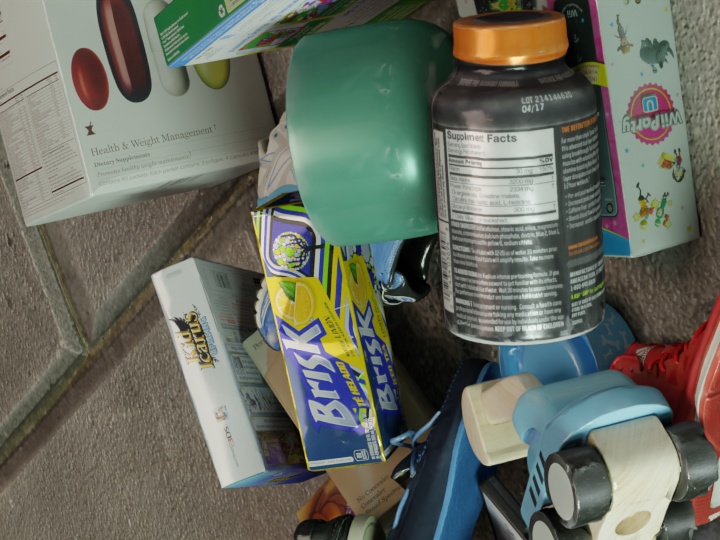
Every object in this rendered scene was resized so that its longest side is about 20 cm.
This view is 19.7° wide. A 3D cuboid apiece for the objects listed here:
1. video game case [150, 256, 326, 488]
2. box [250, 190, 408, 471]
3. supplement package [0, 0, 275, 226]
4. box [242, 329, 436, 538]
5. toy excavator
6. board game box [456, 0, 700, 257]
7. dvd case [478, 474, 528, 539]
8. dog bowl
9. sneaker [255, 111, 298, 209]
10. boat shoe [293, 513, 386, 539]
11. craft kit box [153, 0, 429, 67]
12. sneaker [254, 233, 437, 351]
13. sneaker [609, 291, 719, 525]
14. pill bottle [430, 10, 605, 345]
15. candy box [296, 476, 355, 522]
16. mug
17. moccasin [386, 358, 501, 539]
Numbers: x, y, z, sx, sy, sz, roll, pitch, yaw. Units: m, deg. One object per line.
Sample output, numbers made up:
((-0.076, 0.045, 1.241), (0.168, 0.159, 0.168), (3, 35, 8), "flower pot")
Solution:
((-0.093, 0.087, 1.714), (0.045, 0.200, 0.182), (-23, 79, 13), "video game case")
((-0.021, 0.041, 1.526), (0.064, 0.070, 0.201), (-9, 100, 20), "box")
((-0.200, -0.162, 1.766), (0.147, 0.191, 0.201), (-17, 88, 57), "supplement package")
((0.001, 0.112, 1.630), (0.200, 0.095, 0.078), (52, -175, 31), "box")
((0.134, 0.110, 1.357), (0.195, 0.100, 0.200), (100, 153, -49), "toy excavator")
((0.142, -0.113, 1.376), (0.147, 0.064, 0.201), (2, 105, 57), "board game box")
((0.156, 0.249, 1.475), (0.200, 0.018, 0.143), (50, 168, 36), "dvd case")
((0.159, 0.111, 1.446), (0.111, 0.049, 0.201), (-11, 93, 58), "dog bowl")
((-0.035, -0.093, 1.654), (0.200, 0.075, 0.087), (-14, 84, 58), "sneaker")
((-0.009, 0.243, 1.571), (0.200, 0.066, 0.075), (69, -151, -58), "boat shoe")
((-0.018, -0.207, 1.463), (0.200, 0.197, 0.049), (-26, 77, 57), "craft kit box")
((0.000, 0.000, 1.577), (0.200, 0.078, 0.089), (-44, 71, 23), "sneaker")
((0.206, 0.058, 1.328), (0.116, 0.078, 0.201), (42, 134, 40), "sneaker")
((0.099, -0.062, 1.307), (0.106, 0.106, 0.201), (16, 114, 54), "pill bottle")
((0.030, 0.255, 1.697), (0.200, 0.056, 0.117), (62, 144, 19), "candy box")
((0.029, -0.111, 1.456), (0.152, 0.114, 0.186), (60, -150, -48), "mug")
((0.049, 0.153, 1.498), (0.068, 0.080, 0.201), (7, 64, 32), "moccasin")
